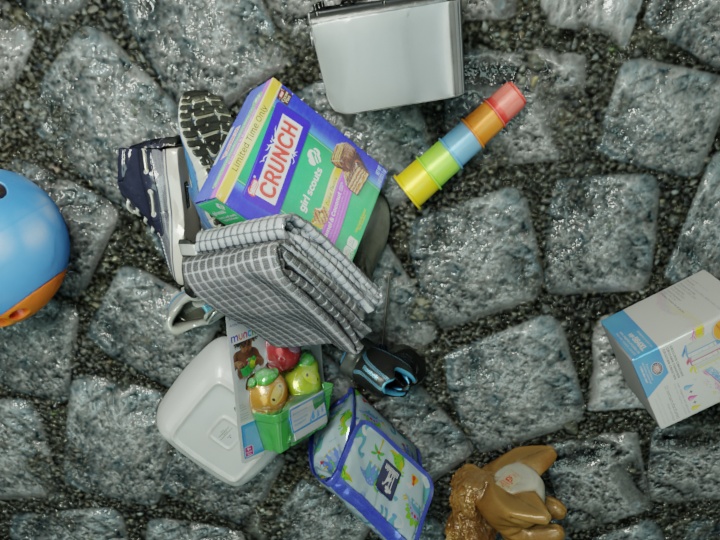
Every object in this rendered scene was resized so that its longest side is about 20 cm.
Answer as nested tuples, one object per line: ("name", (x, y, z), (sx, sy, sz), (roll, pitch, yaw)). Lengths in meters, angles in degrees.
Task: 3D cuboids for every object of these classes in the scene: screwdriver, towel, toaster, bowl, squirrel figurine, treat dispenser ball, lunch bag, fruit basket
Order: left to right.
("treat dispenser ball", (-0.479, -0.029, 0.863), (0.194, 0.202, 0.207), (0, 110, -1))
("bowl", (-0.199, 0.229, 1.029), (0.199, 0.075, 0.201), (40, 103, -14))
("towel", (-0.090, 0.026, 0.796), (0.162, 0.087, 0.200), (-10, 141, 37))
("fruit basket", (-0.105, 0.140, 0.937), (0.092, 0.183, 0.206), (8, 105, 35))
("lunch bag", (0.013, 0.297, 0.990), (0.127, 0.201, 0.170), (-43, 105, 14))
("screwdriver", (0.035, 0.096, 1.014), (0.027, 0.029, 0.206), (4, 106, -2))
("toaster", (0.039, -0.271, 0.803), (0.194, 0.182, 0.122), (-9, 113, 3))
("squirrel figurine", (0.233, 0.403, 1.085), (0.194, 0.143, 0.191), (-5, 121, 16))

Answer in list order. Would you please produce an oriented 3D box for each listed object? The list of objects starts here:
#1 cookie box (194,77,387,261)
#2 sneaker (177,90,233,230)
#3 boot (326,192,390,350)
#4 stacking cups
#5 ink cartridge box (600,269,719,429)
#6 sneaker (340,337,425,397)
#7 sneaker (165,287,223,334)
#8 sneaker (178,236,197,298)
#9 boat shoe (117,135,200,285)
("cookie box", (-0.081, -0.105, 0.844), (0.198, 0.074, 0.175), (33, 68, -29))
("sneaker", (-0.205, -0.136, 0.888), (0.077, 0.088, 0.206), (-9, 85, -34))
("boot", (0.000, 0.000, 0.921), (0.066, 0.131, 0.205), (14, 109, -7))
("stacking cups", (0.134, -0.173, 0.908), (0.199, 0.061, 0.061), (-43, 105, 8))
("ink cartridge box", (0.478, 0.105, 0.970), (0.197, 0.126, 0.130), (-28, 108, 9))
("sneaker", (0.048, 0.151, 0.954), (0.081, 0.198, 0.074), (35, 100, 32))
("sneaker", (-0.194, 0.034, 0.953), (0.198, 0.087, 0.076), (-34, 105, 8))
("sneaker", (-0.148, 0.010, 0.903), (0.194, 0.066, 0.093), (5, 90, -14))
("boat shoe", (-0.277, -0.081, 0.925), (0.090, 0.075, 0.206), (1, 103, 7))
